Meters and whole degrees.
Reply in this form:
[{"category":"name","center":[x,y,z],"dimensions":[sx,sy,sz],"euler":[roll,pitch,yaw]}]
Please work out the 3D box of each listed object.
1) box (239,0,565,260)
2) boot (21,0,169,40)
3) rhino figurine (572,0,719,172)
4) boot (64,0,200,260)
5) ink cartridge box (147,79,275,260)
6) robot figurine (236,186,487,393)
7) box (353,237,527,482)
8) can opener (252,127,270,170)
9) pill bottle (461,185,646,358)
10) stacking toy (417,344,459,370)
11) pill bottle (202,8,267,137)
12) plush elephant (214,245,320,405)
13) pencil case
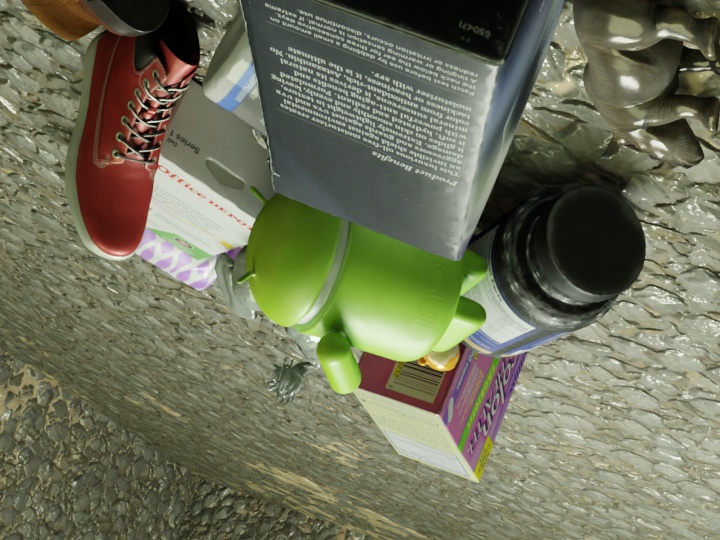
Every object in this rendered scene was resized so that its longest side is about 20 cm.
[{"category":"box","center":[0.039,-0.145,0.523],"dimensions":[0.122,0.202,0.199],"euler":[21,161,8]},{"category":"boot","center":[-0.247,-0.257,0.820],"dimensions":[0.188,0.069,0.199],"euler":[40,168,-33]},{"category":"rhino figurine","center":[0.174,-0.116,0.640],"dimensions":[0.086,0.061,0.200],"euler":[12,158,23]},{"category":"boot","center":[-0.180,-0.113,0.871],"dimensions":[0.072,0.204,0.143],"euler":[6,174,-37]},{"category":"ink cartridge box","center":[-0.164,-0.092,1.053],"dimensions":[0.144,0.085,0.199],"euler":[34,158,-23]},{"category":"robot figurine","center":[0.000,0.000,0.822],"dimensions":[0.197,0.178,0.116],"euler":[17,151,-23]},{"category":"box","center":[0.089,0.088,1.065],"dimensions":[0.095,0.178,0.201],"euler":[15,158,24]},{"category":"can opener","center":[-0.066,-0.143,0.886],"dimensions":[0.065,0.053,0.201],"euler":[-12,157,0]},{"category":"pill bottle","center":[0.148,0.002,0.882],"dimensions":[0.111,0.113,0.200],"euler":[28,159,-9]},{"category":"stacking toy","center":[0.018,0.007,0.938],"dimensions":[0.201,0.115,0.110],"euler":[51,167,14]},{"category":"pill bottle","center":[-0.002,-0.120,0.754],"dimensions":[0.198,0.115,0.113],"euler":[31,159,-18]},{"category":"plush elephant","center":[-0.066,0.012,1.095],"dimensions":[0.155,0.200,0.164],"euler":[51,157,-25]},{"category":"pencil case","center":[-0.239,-0.058,1.241],"dimensions":[0.199,0.085,0.085],"euler":[34,135,-26]}]
